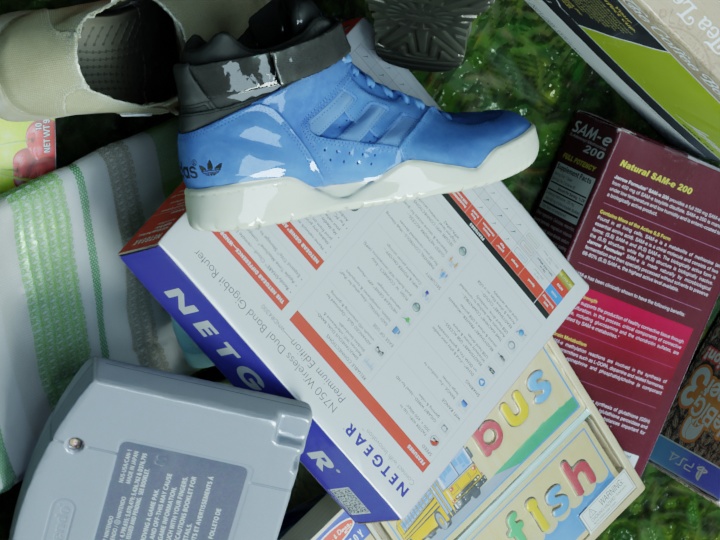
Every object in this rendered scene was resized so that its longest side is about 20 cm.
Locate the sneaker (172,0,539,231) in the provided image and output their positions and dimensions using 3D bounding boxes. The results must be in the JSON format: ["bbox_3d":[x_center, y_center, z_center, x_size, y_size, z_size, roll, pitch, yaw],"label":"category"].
[{"bbox_3d":[-0.002,-0.089,1.425,0.200,0.077,0.111,-11,97,-25],"label":"sneaker"}]

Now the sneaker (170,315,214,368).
[{"bbox_3d":[-0.022,0.009,1.556,0.200,0.074,0.082,-10,111,-32],"label":"sneaker"}]

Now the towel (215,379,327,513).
[{"bbox_3d":[-0.011,0.121,1.618,0.148,0.036,0.200,-38,115,-12],"label":"towel"}]

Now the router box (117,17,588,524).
[{"bbox_3d":[0.000,0.000,1.488,0.200,0.049,0.180,50,62,-16],"label":"router box"}]

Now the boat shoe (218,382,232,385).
[{"bbox_3d":[-0.118,0.142,1.545,0.199,0.075,0.066,-49,146,7],"label":"boat shoe"}]

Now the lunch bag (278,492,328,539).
[{"bbox_3d":[-0.036,0.224,1.590,0.200,0.094,0.151,-40,115,-3],"label":"lunch bag"}]

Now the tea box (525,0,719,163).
[{"bbox_3d":[0.197,-0.157,1.548,0.200,0.197,0.134,41,86,-28],"label":"tea box"}]

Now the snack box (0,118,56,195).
[{"bbox_3d":[-0.231,-0.002,1.477,0.142,0.053,0.200,-7,106,-24],"label":"snack box"}]

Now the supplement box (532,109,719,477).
[{"bbox_3d":[0.141,0.020,1.645,0.109,0.061,0.200,21,95,-27],"label":"supplement box"}]

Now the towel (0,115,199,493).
[{"bbox_3d":[-0.140,0.016,1.489,0.200,0.031,0.149,-30,122,-41],"label":"towel"}]

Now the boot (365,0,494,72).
[{"bbox_3d":[0.042,-0.220,1.441,0.072,0.182,0.200,11,74,-6],"label":"boot"}]

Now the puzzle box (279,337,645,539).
[{"bbox_3d":[0.058,0.136,1.572,0.200,0.025,0.133,-43,117,-19],"label":"puzzle box"}]

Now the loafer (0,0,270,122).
[{"bbox_3d":[-0.106,-0.113,1.467,0.200,0.068,0.076,-20,108,-44],"label":"loafer"}]

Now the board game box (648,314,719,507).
[{"bbox_3d":[0.295,0.073,1.707,0.159,0.097,0.200,30,90,-27],"label":"board game box"}]

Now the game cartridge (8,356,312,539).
[{"bbox_3d":[-0.112,0.138,1.456,0.133,0.041,0.200,11,120,-11],"label":"game cartridge"}]
